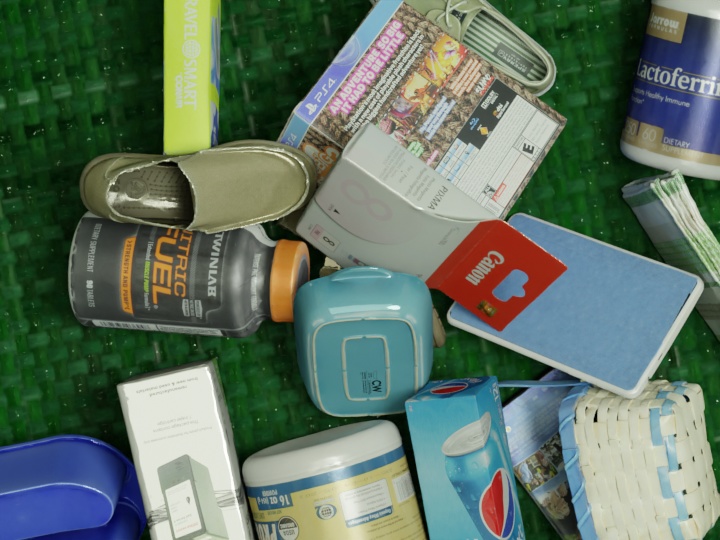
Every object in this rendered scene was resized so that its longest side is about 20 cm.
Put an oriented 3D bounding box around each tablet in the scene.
[{"bbox_3d":[0.186,0.028,1.434,0.199,0.014,0.130,22,67,33],"label":"tablet"}]

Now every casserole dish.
[{"bbox_3d":[0.004,0.071,1.413,0.120,0.200,0.039,-3,53,0],"label":"casserole dish"}]

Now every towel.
[{"bbox_3d":[0.307,0.001,1.438,0.031,0.149,0.200,-34,91,-1],"label":"towel"}]

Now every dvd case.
[{"bbox_3d":[0.223,0.178,1.499,0.142,0.018,0.200,-37,90,-2],"label":"dvd case"}]

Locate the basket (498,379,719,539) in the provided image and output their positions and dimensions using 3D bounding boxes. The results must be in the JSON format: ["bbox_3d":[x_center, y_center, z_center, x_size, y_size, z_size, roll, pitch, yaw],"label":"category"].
[{"bbox_3d":[0.207,0.179,1.429,0.199,0.139,0.177,-7,97,24],"label":"basket"}]

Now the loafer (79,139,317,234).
[{"bbox_3d":[-0.131,-0.064,1.354,0.199,0.068,0.076,-6,108,-10],"label":"loafer"}]

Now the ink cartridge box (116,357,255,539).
[{"bbox_3d":[-0.146,0.184,1.425,0.084,0.146,0.201,-13,90,-3],"label":"ink cartridge box"}]

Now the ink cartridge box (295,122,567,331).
[{"bbox_3d":[0.052,-0.019,1.353,0.200,0.163,0.057,40,63,1],"label":"ink cartridge box"}]

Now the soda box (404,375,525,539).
[{"bbox_3d":[0.096,0.197,1.415,0.067,0.064,0.201,-7,100,24],"label":"soda box"}]

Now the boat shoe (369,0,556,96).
[{"bbox_3d":[0.094,-0.227,1.476,0.199,0.062,0.072,30,89,0],"label":"boat shoe"}]

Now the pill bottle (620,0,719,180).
[{"bbox_3d":[0.303,-0.188,1.436,0.115,0.116,0.201,10,103,-1],"label":"pill bottle"}]

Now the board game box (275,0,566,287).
[{"bbox_3d":[0.050,-0.115,1.429,0.200,0.097,0.160,36,63,-1],"label":"board game box"}]

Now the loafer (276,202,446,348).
[{"bbox_3d":[0.000,0.000,1.471,0.067,0.076,0.200,-40,82,1],"label":"loafer"}]

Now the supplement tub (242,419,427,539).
[{"bbox_3d":[-0.013,0.244,1.429,0.144,0.145,0.201,-15,90,-2],"label":"supplement tub"}]

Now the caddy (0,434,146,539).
[{"bbox_3d":[-0.287,0.225,1.445,0.199,0.105,0.142,-10,114,-2],"label":"caddy"}]

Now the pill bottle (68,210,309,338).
[{"bbox_3d":[-0.146,0.003,1.431,0.199,0.106,0.107,4,89,9],"label":"pill bottle"}]

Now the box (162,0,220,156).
[{"bbox_3d":[-0.149,-0.174,1.440,0.047,0.122,0.201,1,89,-2],"label":"box"}]
